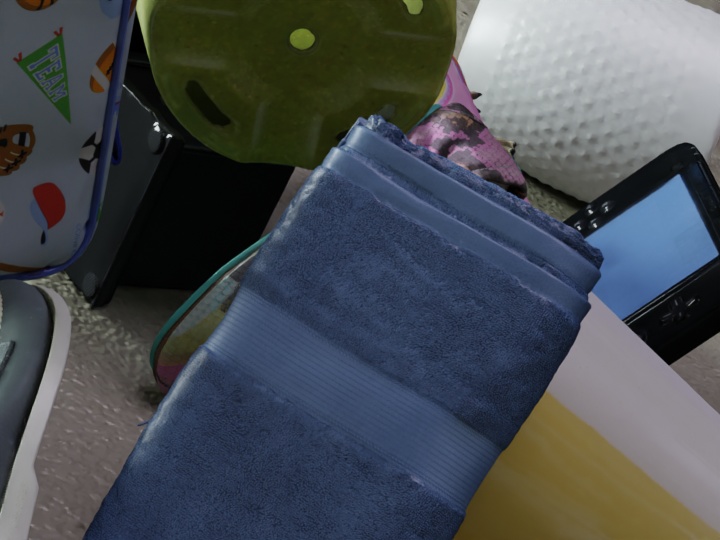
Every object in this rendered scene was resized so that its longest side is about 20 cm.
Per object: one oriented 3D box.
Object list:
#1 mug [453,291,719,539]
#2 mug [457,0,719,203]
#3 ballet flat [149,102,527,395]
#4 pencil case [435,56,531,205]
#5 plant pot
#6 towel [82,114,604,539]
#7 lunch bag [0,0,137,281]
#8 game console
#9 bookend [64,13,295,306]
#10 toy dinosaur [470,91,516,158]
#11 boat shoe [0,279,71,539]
[{"bbox_3d":[0.069,0.100,0.781,0.153,0.187,0.149,34,-12,-5],"label":"mug"},{"bbox_3d":[0.154,-0.118,1.342,0.174,0.149,0.200,21,-9,5],"label":"mug"},{"bbox_3d":[0.000,0.000,0.861,0.071,0.069,0.200,38,60,23],"label":"ballet flat"},{"bbox_3d":[0.048,-0.018,0.963,0.087,0.087,0.201,1,55,-48],"label":"pencil case"},{"bbox_3d":[-0.031,-0.150,0.890,0.199,0.201,0.185,18,37,-22],"label":"plant pot"},{"bbox_3d":[-0.008,0.053,0.683,0.111,0.201,0.049,32,-8,14],"label":"towel"},{"bbox_3d":[-0.165,-0.082,0.789,0.159,0.201,0.076,-10,38,-37],"label":"lunch bag"},{"bbox_3d":[0.104,-0.019,1.078,0.117,0.175,0.200,50,14,-21],"label":"game console"},{"bbox_3d":[-0.088,-0.072,0.994,0.198,0.093,0.200,5,32,-45],"label":"bookend"},{"bbox_3d":[0.019,-0.083,1.087,0.101,0.059,0.200,26,-4,41],"label":"toy dinosaur"},{"bbox_3d":[-0.143,0.055,0.675,0.061,0.073,0.200,25,27,-16],"label":"boat shoe"}]
